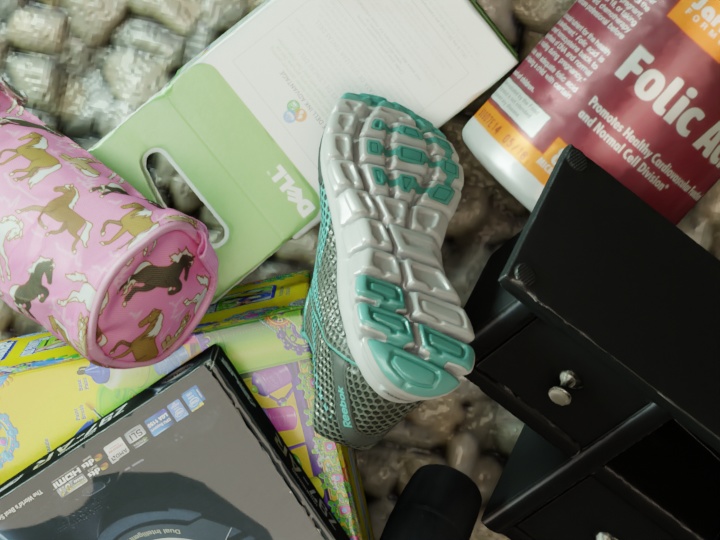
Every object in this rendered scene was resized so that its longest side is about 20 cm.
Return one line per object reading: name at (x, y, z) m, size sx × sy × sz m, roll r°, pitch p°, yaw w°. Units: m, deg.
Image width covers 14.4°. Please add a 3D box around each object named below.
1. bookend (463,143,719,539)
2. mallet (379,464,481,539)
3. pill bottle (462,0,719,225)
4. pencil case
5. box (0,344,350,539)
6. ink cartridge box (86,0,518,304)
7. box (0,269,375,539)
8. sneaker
bookend at (0.111, 0.070, 1.390) m, size 0.200 × 0.092 × 0.199 m, roll 38°, pitch 140°, yaw -11°
mallet at (0.081, 0.176, 1.439) m, size 0.041 × 0.066 × 0.200 m, roll -16°, pitch 132°, yaw 41°
pill bottle at (0.156, -0.103, 1.415) m, size 0.114 × 0.114 × 0.200 m, roll 41°, pitch 97°, yaw -6°
pencil case at (-0.155, -0.027, 1.390) m, size 0.200 × 0.083 × 0.087 m, roll 35°, pitch 113°, yaw 37°
box at (-0.108, 0.157, 1.367) m, size 0.200 × 0.044 × 0.161 m, roll -32°, pitch 97°, yaw 6°
ink cartridge box at (-0.028, -0.086, 1.444) m, size 0.200 × 0.059 × 0.104 m, roll -39°, pitch 97°, yaw 5°
box at (-0.095, 0.124, 1.445) m, size 0.192 × 0.122 × 0.201 m, roll -12°, pitch 99°, yaw 2°
sneaker at (0.000, 0.000, 1.350) m, size 0.077 × 0.201 × 0.091 m, roll 20°, pitch 132°, yaw -19°
